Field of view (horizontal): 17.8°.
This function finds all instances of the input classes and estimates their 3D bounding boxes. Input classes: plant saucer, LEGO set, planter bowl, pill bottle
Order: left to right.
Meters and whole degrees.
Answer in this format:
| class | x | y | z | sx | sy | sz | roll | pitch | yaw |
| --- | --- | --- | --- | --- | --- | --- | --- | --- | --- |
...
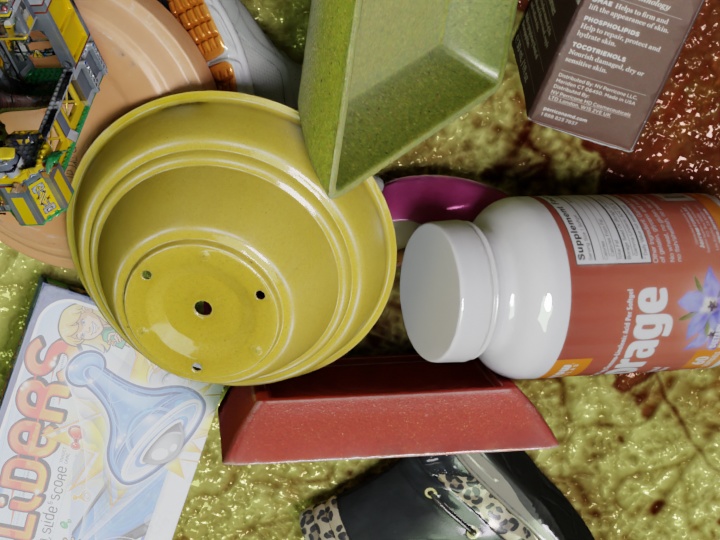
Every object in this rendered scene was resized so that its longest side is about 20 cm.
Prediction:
| class | x | y | z | sx | sy | sz | roll | pitch | yaw |
| --- | --- | --- | --- | --- | --- | --- | --- | --- | --- |
| LEGO set | -0.241 | -0.109 | 1.272 | 0.200 | 0.154 | 0.116 | 7 | 143 | 26 |
| plant saucer | -0.179 | -0.089 | 1.370 | 0.200 | 0.032 | 0.200 | 9 | 120 | 16 |
| planter bowl | -0.083 | 0.003 | 1.327 | 0.200 | 0.083 | 0.200 | 4 | 122 | 7 |
| plant saucer | 0.011 | 0.081 | 1.436 | 0.200 | 0.200 | 0.037 | -3 | 97 | -4 |
| plant saucer | 0.029 | -0.166 | 1.302 | 0.048 | 0.200 | 0.200 | 24 | 125 | 23 |
| pill bottle | 0.131 | 0.010 | 1.406 | 0.200 | 0.112 | 0.112 | -2 | 124 | -24 |

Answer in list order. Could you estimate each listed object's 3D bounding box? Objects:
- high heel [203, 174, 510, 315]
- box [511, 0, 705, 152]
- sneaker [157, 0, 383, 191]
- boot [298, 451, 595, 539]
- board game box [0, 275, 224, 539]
| class | x | y | z | sx | sy | sz | roll | pitch | yaw |
| --- | --- | --- | --- | --- | --- | --- | --- | --- | --- |
| high heel | 0.000 | 0.000 | 1.427 | 0.200 | 0.096 | 0.067 | -7 | 142 | 3 |
| box | 0.159 | -0.181 | 1.326 | 0.075 | 0.100 | 0.200 | 17 | 119 | -13 |
| sneaker | -0.057 | -0.106 | 1.389 | 0.076 | 0.092 | 0.200 | -13 | 108 | 49 |
| boot | 0.070 | 0.198 | 1.578 | 0.154 | 0.073 | 0.204 | -31 | 112 | 18 |
| board game box | -0.175 | 0.119 | 1.489 | 0.135 | 0.034 | 0.200 | 18 | 93 | -13 |
